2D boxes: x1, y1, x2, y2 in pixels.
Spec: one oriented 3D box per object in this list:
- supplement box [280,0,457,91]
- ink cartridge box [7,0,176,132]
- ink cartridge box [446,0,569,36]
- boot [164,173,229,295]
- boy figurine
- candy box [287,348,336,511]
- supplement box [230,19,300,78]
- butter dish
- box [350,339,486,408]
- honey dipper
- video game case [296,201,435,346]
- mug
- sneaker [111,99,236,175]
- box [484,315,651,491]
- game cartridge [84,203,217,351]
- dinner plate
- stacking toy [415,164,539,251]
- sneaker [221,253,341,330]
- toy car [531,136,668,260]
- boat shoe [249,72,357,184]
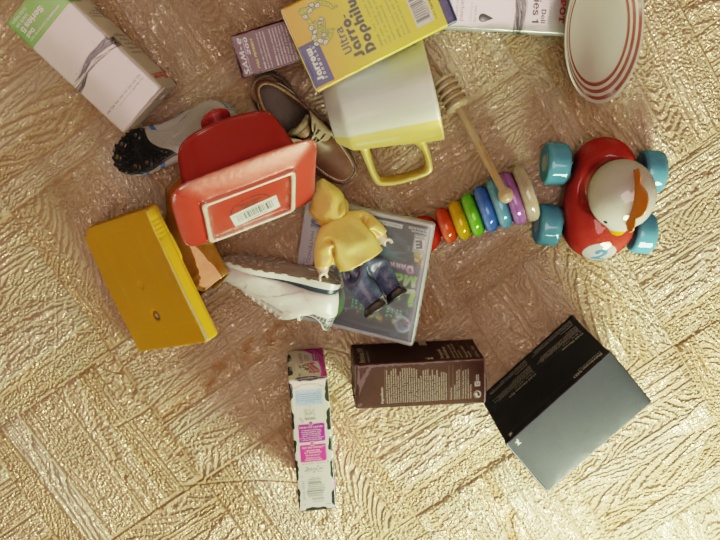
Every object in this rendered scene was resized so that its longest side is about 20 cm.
[{"bbox_3d":[0.007,-0.322,1.201,0.197,0.109,0.111,-26,104,1],"label":"supplement box"},{"bbox_3d":[-0.354,-0.289,1.276,0.200,0.146,0.084,44,97,-11],"label":"ink cartridge box"},{"bbox_3d":[0.202,-0.406,1.319,0.195,0.084,0.150,1,103,-4],"label":"ink cartridge box"},{"bbox_3d":[-0.231,-0.054,1.359,0.144,0.071,0.201,47,108,8],"label":"boot"},{"bbox_3d":[-0.018,-0.032,1.346,0.123,0.064,0.202,-33,88,-15],"label":"boy figurine"},{"bbox_3d":[-0.073,0.234,1.418,0.059,0.137,0.205,-5,104,-4],"label":"candy box"},{"bbox_3d":[-0.076,-0.322,1.307,0.196,0.109,0.062,-18,104,-1],"label":"supplement box"},{"bbox_3d":[-0.169,-0.145,1.257,0.196,0.200,0.150,-22,73,-11],"label":"butter dish"},{"bbox_3d":[0.084,0.154,1.430,0.195,0.100,0.077,-4,103,-4],"label":"box"},{"bbox_3d":[0.164,-0.186,1.355,0.037,0.038,0.203,-26,82,3],"label":"honey dipper"},{"bbox_3d":[0.000,0.000,1.399,0.195,0.023,0.186,12,103,12],"label":"video game case"},{"bbox_3d":[0.032,-0.220,1.316,0.150,0.149,0.191,-14,87,4],"label":"mug"},{"bbox_3d":[-0.262,-0.183,1.350,0.196,0.072,0.073,-19,80,14],"label":"sneaker"},{"bbox_3d":[0.297,0.192,1.411,0.199,0.182,0.104,-42,102,6],"label":"box"},{"bbox_3d":[-0.302,0.015,1.354,0.174,0.032,0.204,-10,108,43],"label":"game cartridge"},{"bbox_3d":[0.337,-0.338,1.328,0.198,0.024,0.205,-16,112,-43],"label":"dinner plate"},{"bbox_3d":[0.160,-0.082,1.396,0.196,0.086,0.087,-20,103,6],"label":"stacking toy"},{"bbox_3d":[-0.127,0.029,1.389,0.196,0.076,0.082,15,111,11],"label":"sneaker"},{"bbox_3d":[0.358,-0.091,1.342,0.180,0.200,0.181,5,103,-5],"label":"toy car"},{"bbox_3d":[-0.083,-0.196,1.353,0.199,0.072,0.076,42,97,-11],"label":"boat shoe"}]
